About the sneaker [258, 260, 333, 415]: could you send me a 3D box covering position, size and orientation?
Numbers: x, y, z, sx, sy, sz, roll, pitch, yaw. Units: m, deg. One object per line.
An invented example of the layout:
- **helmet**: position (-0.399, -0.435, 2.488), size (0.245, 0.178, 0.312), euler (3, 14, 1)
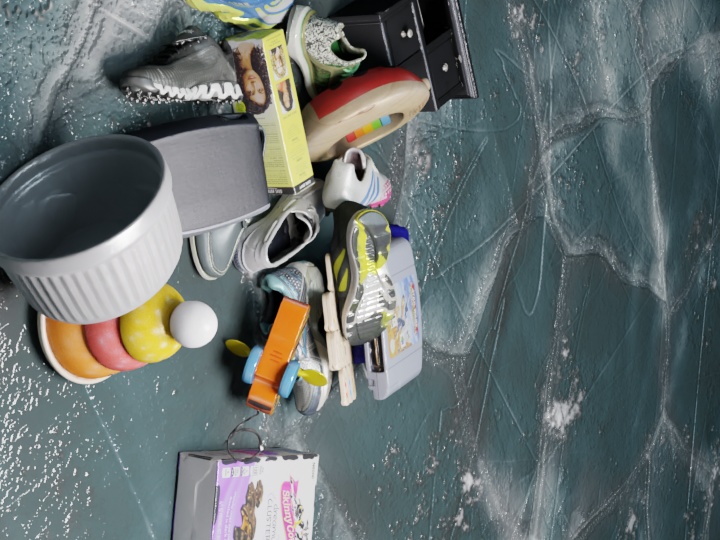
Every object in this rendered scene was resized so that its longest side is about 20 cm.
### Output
- **sneaker**: position (-0.094, 0.092, 1.738), size (0.085, 0.077, 0.204), euler (-10, 94, -41)

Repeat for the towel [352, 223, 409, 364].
- **towel**: position (0.032, 0.031, 1.880), size (0.147, 0.049, 0.204), euler (-1, 91, -71)

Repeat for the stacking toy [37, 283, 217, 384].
- **stacking toy**: position (-0.234, 0.056, 1.417), size (0.145, 0.198, 0.149), euler (-7, 98, -53)

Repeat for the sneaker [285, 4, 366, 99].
- **sneaker**: position (-0.031, -0.273, 1.752), size (0.200, 0.087, 0.078), euler (48, 58, -61)

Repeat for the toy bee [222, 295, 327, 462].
- **toy bee**: position (-0.120, 0.133, 1.668), size (0.200, 0.131, 0.109), euler (-48, 174, -9)

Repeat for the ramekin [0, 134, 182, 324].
- **ramekin**: position (-0.276, -0.038, 1.363), size (0.201, 0.198, 0.106), euler (-55, 143, -35)

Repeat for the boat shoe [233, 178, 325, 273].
- **boat shoe**: position (-0.085, -0.056, 1.728), size (0.200, 0.065, 0.074), euler (-49, 129, -41)

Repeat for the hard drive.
- **hard drive**: position (-0.196, -0.106, 1.541), size (0.198, 0.042, 0.137), euler (-16, 106, -33)

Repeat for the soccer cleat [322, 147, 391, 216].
- **soccer cleat**: position (0.002, -0.127, 1.797), size (0.200, 0.069, 0.088), euler (-41, 141, -70)

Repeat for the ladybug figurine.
- **ladybug figurine**: position (-0.001, -0.213, 1.760), size (0.136, 0.198, 0.073), euler (80, -15, -78)

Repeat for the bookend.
- **bookend**: position (0.066, -0.303, 1.894), size (0.200, 0.091, 0.201), euler (-40, 124, -44)

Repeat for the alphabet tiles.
- **alphabet tiles**: position (-0.029, 0.077, 1.769), size (0.200, 0.014, 0.199), euler (2, 81, -84)

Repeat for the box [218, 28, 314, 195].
- **box**: position (-0.117, -0.197, 1.667), size (0.050, 0.074, 0.203), euler (-36, 120, -49)

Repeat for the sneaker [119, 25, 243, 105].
- **sneaker**: position (-0.211, -0.239, 1.543), size (0.199, 0.066, 0.092), euler (-10, 98, -57)

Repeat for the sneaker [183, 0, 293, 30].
- **sneaker**: position (-0.125, -0.336, 1.615), size (0.199, 0.104, 0.077), euler (-7, 99, -53)

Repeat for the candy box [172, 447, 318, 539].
- **candy box**: position (-0.144, 0.314, 1.672), size (0.199, 0.071, 0.171), euler (6, 88, -54)

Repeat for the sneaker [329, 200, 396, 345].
- **sneaker**: position (0.000, 0.000, 1.721), size (0.073, 0.085, 0.203), euler (-9, 121, -24)

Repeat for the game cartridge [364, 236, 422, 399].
- **game cartridge**: position (0.043, 0.061, 1.819), size (0.133, 0.041, 0.203), euler (-23, 110, -58)

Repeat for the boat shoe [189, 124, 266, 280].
- **boat shoe**: position (-0.158, -0.088, 1.626), size (0.072, 0.061, 0.203), euler (20, 77, -55)
